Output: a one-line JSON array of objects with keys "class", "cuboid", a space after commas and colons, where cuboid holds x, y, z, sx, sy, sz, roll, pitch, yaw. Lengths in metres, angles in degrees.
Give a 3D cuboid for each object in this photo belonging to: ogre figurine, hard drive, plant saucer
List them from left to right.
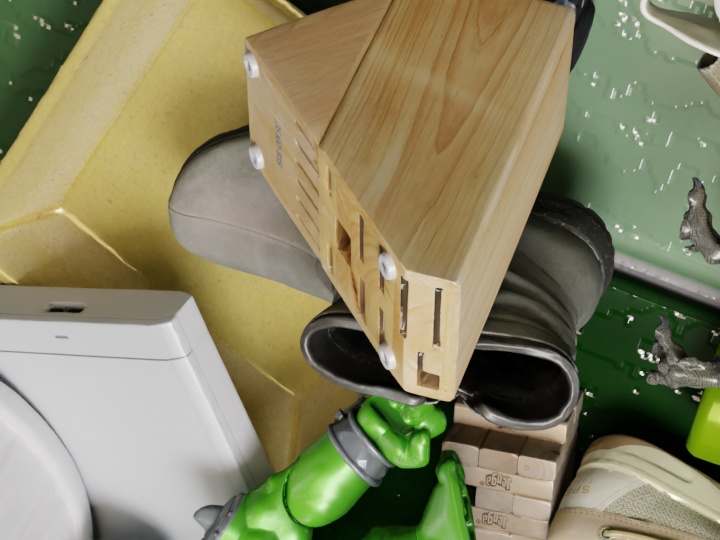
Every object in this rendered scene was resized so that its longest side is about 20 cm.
[{"class": "hard drive", "cuboid": [-0.096, 0.095, 0.993, 0.131, 0.027, 0.201, 1, 128, 35]}, {"class": "plant saucer", "cuboid": [-0.050, -0.030, 0.953, 0.199, 0.048, 0.200, 38, 119, -1]}, {"class": "ogre figurine", "cuboid": [0.000, 0.154, 0.925, 0.119, 0.098, 0.201, -13, 120, 7]}]

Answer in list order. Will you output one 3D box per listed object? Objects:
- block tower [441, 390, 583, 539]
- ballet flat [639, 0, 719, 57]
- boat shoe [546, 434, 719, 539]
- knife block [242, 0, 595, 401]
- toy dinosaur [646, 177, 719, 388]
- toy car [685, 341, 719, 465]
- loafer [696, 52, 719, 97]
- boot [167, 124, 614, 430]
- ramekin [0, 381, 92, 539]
[{"class": "block tower", "cuboid": [0.061, 0.151, 0.990, 0.057, 0.054, 0.202, 10, 115, 15]}, {"class": "ballet flat", "cuboid": [0.108, -0.124, 0.757, 0.199, 0.073, 0.073, 33, 119, -11]}, {"class": "boat shoe", "cuboid": [0.175, 0.147, 0.929, 0.199, 0.065, 0.072, 30, 148, 6]}, {"class": "knife block", "cuboid": [0.052, -0.063, 0.820, 0.174, 0.200, 0.064, -20, 139, -17]}, {"class": "toy dinosaur", "cuboid": [0.155, 0.015, 0.789, 0.087, 0.201, 0.048, 13, 144, 13]}, {"class": "toy car", "cuboid": [0.209, 0.073, 0.822, 0.163, 0.200, 0.159, 19, 118, 10]}, {"class": "loafer", "cuboid": [0.184, -0.134, 0.813, 0.068, 0.076, 0.201, 20, 118, 3]}, {"class": "boot", "cuboid": [0.000, 0.000, 0.847, 0.198, 0.131, 0.068, 11, 116, 14]}, {"class": "ramekin", "cuboid": [-0.229, 0.135, 0.985, 0.201, 0.094, 0.204, 5, 122, 7]}]
